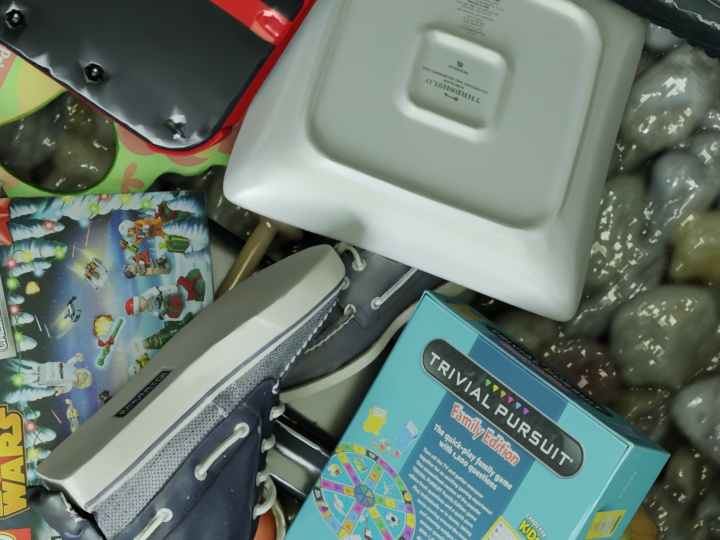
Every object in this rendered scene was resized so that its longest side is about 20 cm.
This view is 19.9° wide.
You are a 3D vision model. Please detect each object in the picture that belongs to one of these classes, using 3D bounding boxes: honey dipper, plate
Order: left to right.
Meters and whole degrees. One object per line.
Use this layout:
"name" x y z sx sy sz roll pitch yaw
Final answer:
"honey dipper" -0.075 0.020 1.111 0.038 0.038 0.201 31 79 -3
"plate" 0.047 -0.095 1.095 0.198 0.032 0.201 19 65 -5

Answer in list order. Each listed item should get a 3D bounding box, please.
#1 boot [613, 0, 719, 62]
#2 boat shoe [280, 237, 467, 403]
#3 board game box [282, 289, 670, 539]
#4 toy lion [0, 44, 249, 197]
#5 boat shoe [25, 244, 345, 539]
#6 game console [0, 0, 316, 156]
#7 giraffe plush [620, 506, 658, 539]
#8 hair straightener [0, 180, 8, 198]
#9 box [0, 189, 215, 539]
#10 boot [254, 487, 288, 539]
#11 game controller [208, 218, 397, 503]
"boot" 0.221 -0.200 1.117 0.199 0.076 0.169 27 87 -10
"boat shoe" 0.000 0.000 1.100 0.199 0.073 0.063 -32 125 -21
"board game box" 0.046 0.136 1.065 0.151 0.047 0.201 37 101 35
"toy lion" -0.128 -0.112 1.127 0.191 0.069 0.201 27 92 -10
"boat shoe" -0.067 0.081 1.022 0.200 0.075 0.093 -41 108 -19
"game console" -0.118 -0.172 1.046 0.199 0.031 0.177 33 106 -6
"giraffe plush" 0.141 0.185 1.108 0.162 0.200 0.173 37 96 26
"hair straightener" -0.225 -0.039 1.085 0.076 0.041 0.201 -24 126 0
"box" -0.140 0.062 1.054 0.136 0.040 0.202 -4 81 -16
"boot" -0.137 0.136 1.112 0.198 0.107 0.076 8 91 -3
"game controller" -0.055 0.052 1.148 0.199 0.042 0.105 33 77 -3
